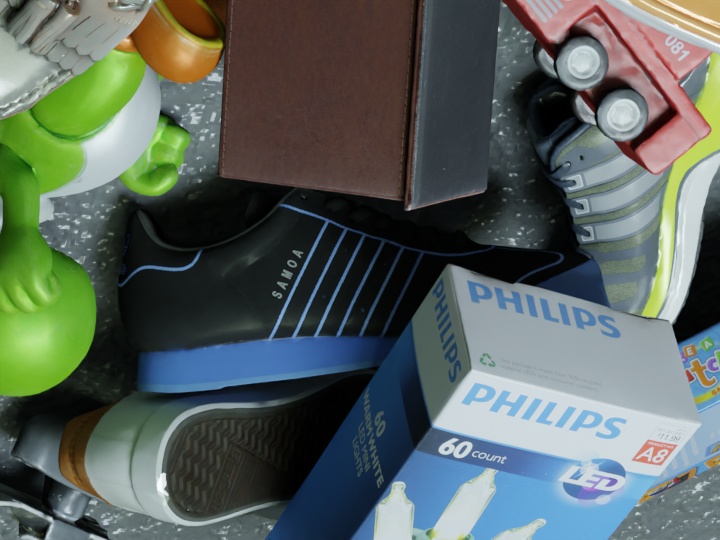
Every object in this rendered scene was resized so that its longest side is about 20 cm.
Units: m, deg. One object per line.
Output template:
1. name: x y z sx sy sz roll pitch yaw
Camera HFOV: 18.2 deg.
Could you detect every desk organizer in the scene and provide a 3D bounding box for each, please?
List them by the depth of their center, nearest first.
1. desk organizer: 0.004 -0.127 0.786 0.077 0.072 0.201 8 100 23

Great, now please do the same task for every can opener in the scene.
1. can opener: -0.178 0.069 0.956 0.200 0.053 0.067 31 82 -37

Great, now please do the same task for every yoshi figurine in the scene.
1. yoshi figurine: -0.108 -0.029 0.849 0.112 0.112 0.200 20 123 -41

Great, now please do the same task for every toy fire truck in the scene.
1. toy fire truck: 0.130 -0.115 0.854 0.141 0.049 0.200 -40 104 1

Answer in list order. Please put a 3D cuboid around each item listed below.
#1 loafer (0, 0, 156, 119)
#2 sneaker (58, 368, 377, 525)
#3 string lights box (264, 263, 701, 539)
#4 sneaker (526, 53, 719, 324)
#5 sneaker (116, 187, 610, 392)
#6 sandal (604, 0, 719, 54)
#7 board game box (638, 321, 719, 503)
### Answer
1. loafer: -0.075 -0.126 0.723 0.072 0.063 0.200 34 101 -31
2. sneaker: -0.049 0.074 0.986 0.200 0.084 0.073 8 87 -52
3. string lights box: 0.038 0.093 0.902 0.103 0.059 0.200 14 131 -22
4. sneaker: 0.103 -0.042 0.947 0.081 0.074 0.200 6 120 -16
5. sneaker: 0.000 0.000 0.916 0.199 0.070 0.078 -8 92 -2
6. sandal: 0.176 -0.093 0.809 0.206 0.059 0.079 14 98 -11
7. board game box: 0.149 0.066 1.027 0.200 0.037 0.151 -28 163 3
